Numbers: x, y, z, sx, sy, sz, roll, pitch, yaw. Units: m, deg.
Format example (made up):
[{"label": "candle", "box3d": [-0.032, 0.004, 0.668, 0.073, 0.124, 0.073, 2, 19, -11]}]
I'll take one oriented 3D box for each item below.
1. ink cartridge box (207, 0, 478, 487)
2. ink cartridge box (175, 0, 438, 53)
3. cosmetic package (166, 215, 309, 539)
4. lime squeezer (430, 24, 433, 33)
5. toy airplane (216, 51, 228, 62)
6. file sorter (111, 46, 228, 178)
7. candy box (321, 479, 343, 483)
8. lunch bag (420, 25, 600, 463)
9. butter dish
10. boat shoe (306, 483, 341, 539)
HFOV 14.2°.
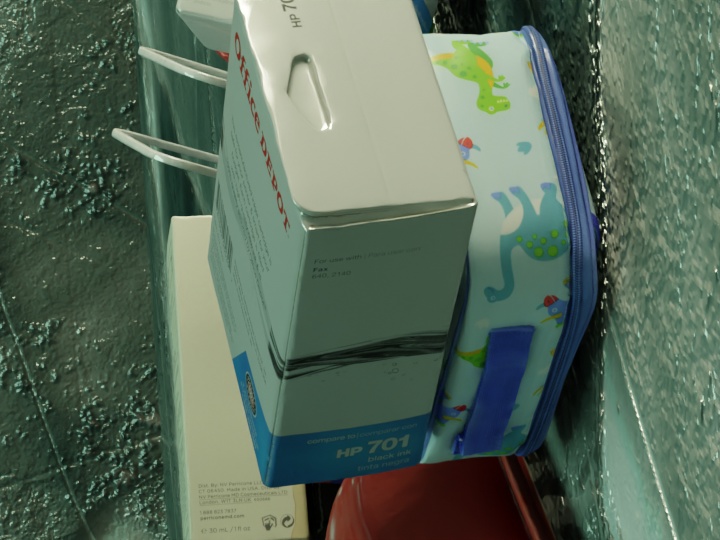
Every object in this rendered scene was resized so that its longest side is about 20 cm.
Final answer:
[{"label": "ink cartridge box", "box3d": [-0.014, -0.017, 1.339, 0.200, 0.085, 0.147, 102, 157, -51]}, {"label": "ink cartridge box", "box3d": [-0.006, -0.201, 1.436, 0.067, 0.115, 0.201, 47, -122, -73]}, {"label": "cosmetic package", "box3d": [-0.075, 0.076, 1.721, 0.104, 0.073, 0.201, 108, 160, -73]}, {"label": "lime squeezer", "box3d": [0.038, -0.123, 1.639, 0.071, 0.038, 0.201, -27, 64, 47]}, {"label": "toy airplane", "box3d": [-0.095, -0.261, 2.004, 0.200, 0.140, 0.201, -76, -24, -52]}, {"label": "file sorter", "box3d": [-0.041, -0.143, 1.565, 0.139, 0.124, 0.201, -151, 77, -70]}, {"label": "candy box", "box3d": [0.000, 0.000, 1.710, 0.170, 0.077, 0.201, 100, 166, -47]}, {"label": "lunch bag", "box3d": [0.057, -0.006, 1.399, 0.200, 0.082, 0.161, 101, 162, -56]}, {"label": "butter dish", "box3d": [0.025, 0.186, 1.510, 0.200, 0.147, 0.200, -108, 17, -55]}, {"label": "boat shoe", "box3d": [0.012, 0.181, 1.722, 0.061, 0.071, 0.202, 114, 140, -74]}]
